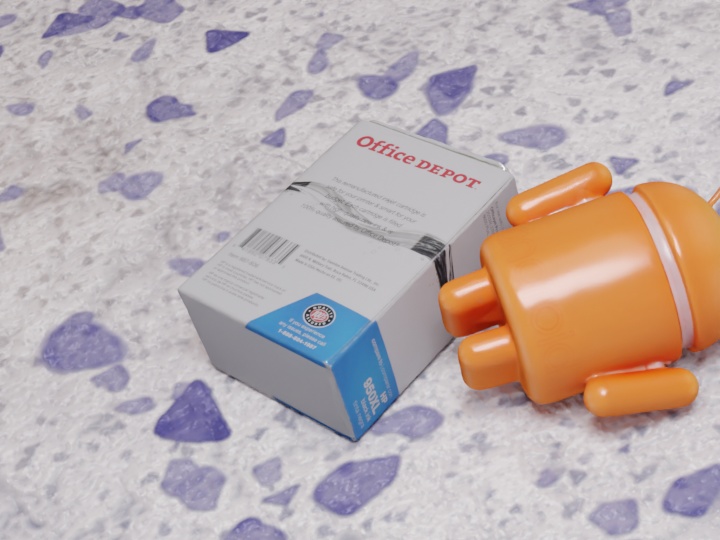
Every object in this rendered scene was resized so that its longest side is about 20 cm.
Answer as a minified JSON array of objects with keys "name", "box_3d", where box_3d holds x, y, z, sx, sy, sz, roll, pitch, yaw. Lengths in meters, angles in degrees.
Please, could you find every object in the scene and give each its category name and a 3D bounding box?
[{"name":"ink cartridge box","box_3d":[0.000,0.000,1.064,0.145,0.084,0.200,24,57,37]},{"name":"robot figurine","box_3d":[0.152,0.015,0.974,0.200,0.117,0.144,-19,30,0]}]
